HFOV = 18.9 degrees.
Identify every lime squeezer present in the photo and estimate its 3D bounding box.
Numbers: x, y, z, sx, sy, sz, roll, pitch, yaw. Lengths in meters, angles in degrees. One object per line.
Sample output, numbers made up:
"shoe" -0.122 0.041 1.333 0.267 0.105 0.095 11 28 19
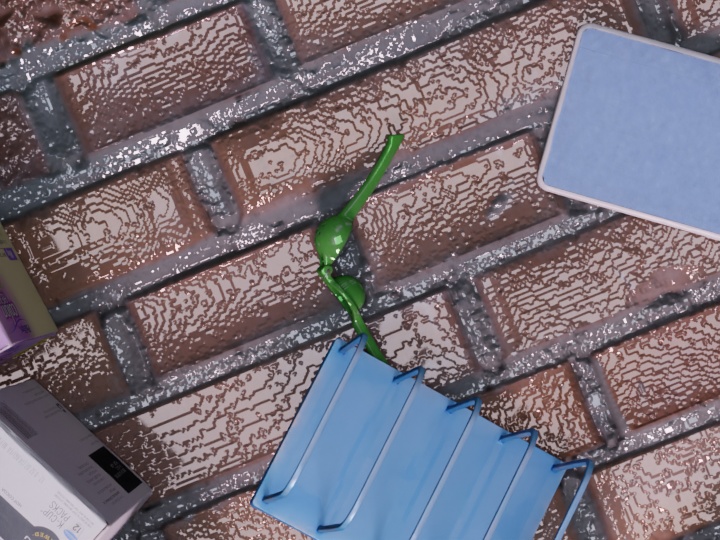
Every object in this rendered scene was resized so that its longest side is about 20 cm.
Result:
"lime squeezer" 0.000 0.000 1.623 0.070 0.038 0.201 -3 91 -29

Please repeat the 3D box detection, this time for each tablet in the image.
"tablet" 0.242 -0.097 1.614 0.199 0.014 0.131 16 92 3

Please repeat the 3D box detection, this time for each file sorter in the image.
"file sorter" 0.047 0.151 1.548 0.199 0.123 0.139 29 78 -6

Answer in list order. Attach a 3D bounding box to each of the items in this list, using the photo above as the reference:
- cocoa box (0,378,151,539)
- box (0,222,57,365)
"cocoa box" -0.251 0.174 1.548 0.133 0.200 0.131 42 93 1
"box" -0.320 -0.016 1.560 0.096 0.176 0.201 -28 90 2
